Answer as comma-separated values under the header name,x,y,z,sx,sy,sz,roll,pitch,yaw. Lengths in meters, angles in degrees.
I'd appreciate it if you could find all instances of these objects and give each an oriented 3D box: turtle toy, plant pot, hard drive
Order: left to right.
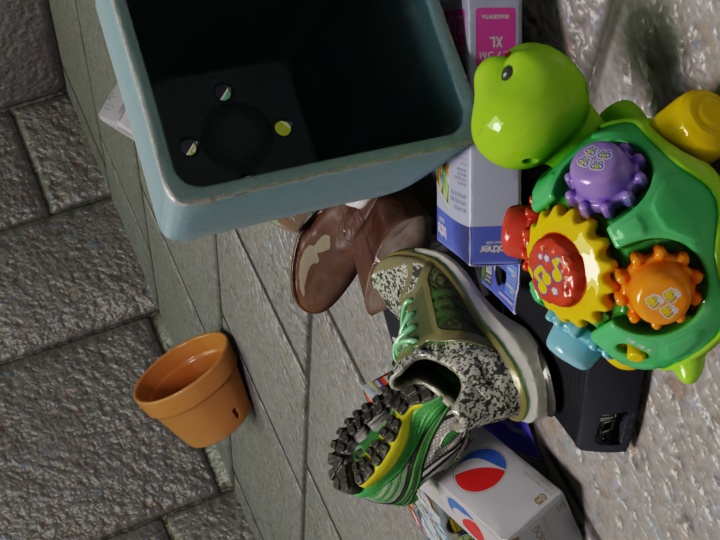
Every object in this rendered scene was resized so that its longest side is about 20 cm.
name,x,y,z,sx,sy,sz,roll,pitch,yaw
plant pot,-0.293,0.228,2.336,0.140,0.200,0.200,60,169,-22
plant pot,-0.067,-0.120,0.838,0.200,0.196,0.197,133,122,-68
hard drive,0.139,0.021,0.853,0.135,0.042,0.200,-124,21,-44
turtle toy,0.127,-0.031,0.673,0.146,0.101,0.200,-44,66,56

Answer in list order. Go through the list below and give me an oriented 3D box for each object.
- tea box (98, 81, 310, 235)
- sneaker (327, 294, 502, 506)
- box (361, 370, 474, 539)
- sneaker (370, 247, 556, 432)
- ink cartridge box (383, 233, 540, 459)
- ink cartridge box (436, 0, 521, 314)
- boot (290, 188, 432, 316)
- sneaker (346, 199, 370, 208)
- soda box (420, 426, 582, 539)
name,x,y,z,sx,sy,sz,roll,pitch,yaw
tea box,-0.126,-0.146,1.222,0.197,0.134,0.200,31,179,-18
sneaker,0.061,0.103,1.019,0.085,0.200,0.078,28,-162,-38
box,0.070,0.212,1.261,0.137,0.040,0.200,49,163,52
sneaker,0.050,0.049,0.916,0.200,0.089,0.077,40,143,48
ink cartridge box,0.075,0.066,1.130,0.198,0.043,0.200,-178,68,-73
ink cartridge box,0.076,-0.078,0.843,0.119,0.042,0.200,-123,29,-78
boot,0.000,0.000,1.099,0.200,0.064,0.187,-114,41,-60
sneaker,-0.035,-0.142,1.073,0.078,0.099,0.200,-45,50,49
soda box,0.092,0.172,1.072,0.200,0.064,0.068,36,159,48
